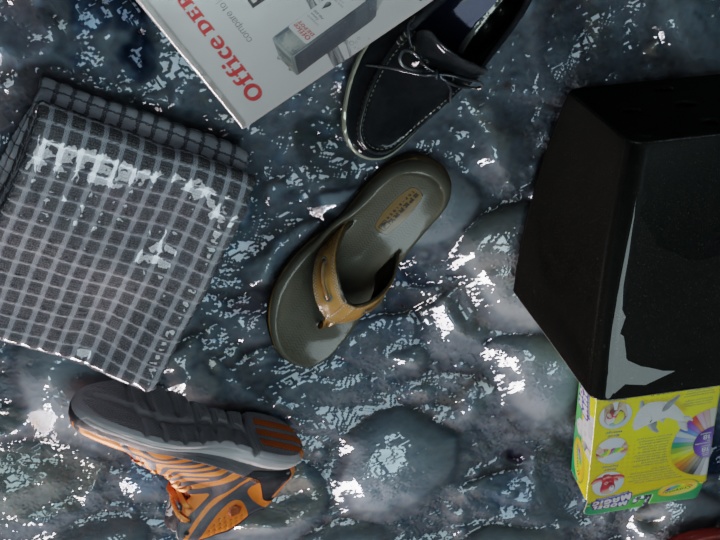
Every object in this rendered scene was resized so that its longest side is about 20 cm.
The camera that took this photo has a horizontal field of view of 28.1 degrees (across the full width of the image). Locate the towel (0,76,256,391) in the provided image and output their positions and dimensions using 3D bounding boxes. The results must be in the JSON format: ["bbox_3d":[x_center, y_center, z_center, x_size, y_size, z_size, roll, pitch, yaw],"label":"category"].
[{"bbox_3d":[-0.185,-0.017,1.019,0.165,0.086,0.200,16,118,-22],"label":"towel"}]

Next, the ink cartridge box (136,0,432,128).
[{"bbox_3d":[-0.042,-0.209,0.924,0.200,0.085,0.146,-32,125,11],"label":"ink cartridge box"}]

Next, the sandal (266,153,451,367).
[{"bbox_3d":[0.000,0.000,1.095,0.082,0.055,0.200,33,111,-30],"label":"sandal"}]

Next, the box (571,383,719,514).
[{"bbox_3d":[0.248,0.125,1.247,0.117,0.048,0.200,-7,123,-10],"label":"box"}]

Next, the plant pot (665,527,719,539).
[{"bbox_3d":[0.334,0.355,1.340,0.200,0.183,0.201,-7,125,-10],"label":"plant pot"}]

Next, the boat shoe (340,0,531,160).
[{"bbox_3d":[0.054,-0.154,0.999,0.075,0.062,0.200,26,116,-29],"label":"boat shoe"}]

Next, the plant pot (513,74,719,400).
[{"bbox_3d":[0.235,-0.038,1.052,0.200,0.200,0.178,-6,114,-10],"label":"plant pot"}]

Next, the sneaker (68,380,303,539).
[{"bbox_3d":[-0.152,0.161,1.154,0.200,0.078,0.112,19,116,-24],"label":"sneaker"}]
